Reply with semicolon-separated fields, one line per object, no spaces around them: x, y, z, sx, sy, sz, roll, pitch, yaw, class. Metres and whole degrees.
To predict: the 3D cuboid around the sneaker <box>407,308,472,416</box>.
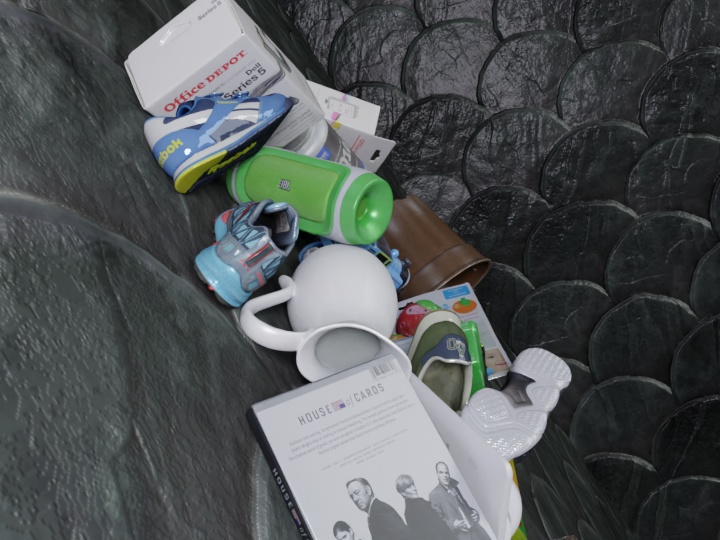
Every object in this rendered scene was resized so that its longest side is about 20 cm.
0.072;0.148;0.732;0.067;0.200;0.090;8;22;-11;sneaker

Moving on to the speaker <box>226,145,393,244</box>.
-0.063;-0.090;0.797;0.200;0.089;0.088;19;-11;34;speaker

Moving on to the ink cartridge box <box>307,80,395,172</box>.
-0.043;-0.253;1.211;0.200;0.116;0.068;18;64;-14;ink cartridge box

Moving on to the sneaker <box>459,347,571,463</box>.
0.152;0.170;0.723;0.075;0.114;0.200;31;38;24;sneaker

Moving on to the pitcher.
-0.039;0.041;0.723;0.171;0.121;0.200;24;22;-15;pitcher

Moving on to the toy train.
0.000;0.000;0.951;0.200;0.114;0.087;37;23;-56;toy train

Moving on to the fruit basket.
0.075;0.086;0.863;0.200;0.185;0.094;-104;179;-53;fruit basket

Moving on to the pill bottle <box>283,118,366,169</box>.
-0.081;-0.191;1.139;0.200;0.114;0.114;41;19;-49;pill bottle

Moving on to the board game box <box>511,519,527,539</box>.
0.155;0.285;0.967;0.200;0.048;0.102;55;12;-6;board game box

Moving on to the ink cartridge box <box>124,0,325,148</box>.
-0.158;-0.219;0.836;0.084;0.145;0.200;63;14;25;ink cartridge box

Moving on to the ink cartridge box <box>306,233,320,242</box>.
-0.069;-0.077;0.991;0.200;0.037;0.095;44;-10;-38;ink cartridge box

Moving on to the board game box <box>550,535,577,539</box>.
0.186;0.366;0.685;0.200;0.097;0.160;30;40;-64;board game box

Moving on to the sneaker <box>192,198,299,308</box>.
-0.097;-0.031;0.699;0.079;0.095;0.200;52;13;-19;sneaker

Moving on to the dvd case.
0.015;0.176;0.556;0.150;0.025;0.200;-15;65;-35;dvd case

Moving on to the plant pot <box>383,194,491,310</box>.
0.113;-0.027;1.324;0.198;0.200;0.200;52;10;19;plant pot

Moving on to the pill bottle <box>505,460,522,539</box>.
0.129;0.251;0.807;0.109;0.109;0.200;55;12;-5;pill bottle

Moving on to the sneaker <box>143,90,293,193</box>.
-0.148;-0.161;0.749;0.082;0.074;0.200;46;43;2;sneaker

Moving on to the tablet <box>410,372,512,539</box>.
0.075;0.186;0.657;0.200;0.014;0.130;-142;-131;-58;tablet
